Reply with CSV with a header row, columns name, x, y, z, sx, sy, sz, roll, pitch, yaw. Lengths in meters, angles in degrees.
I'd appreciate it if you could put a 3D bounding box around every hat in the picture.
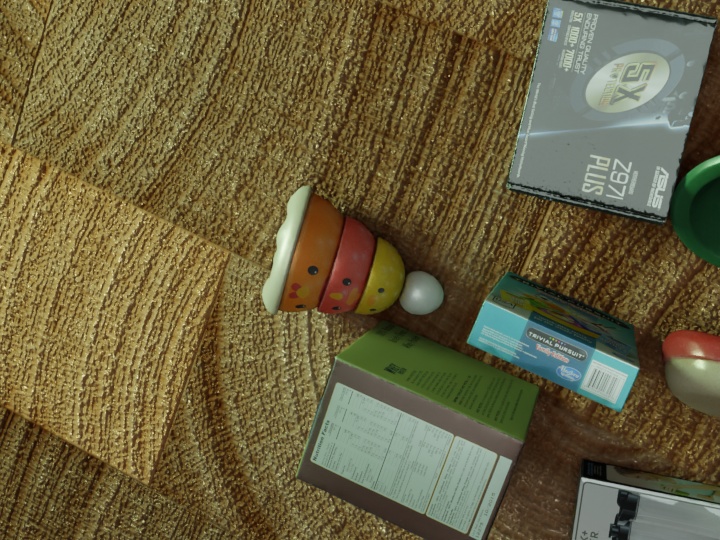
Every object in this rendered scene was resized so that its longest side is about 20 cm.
name,x,y,z,sx,sy,sz,roll,pitch,yaw
hat,0.425,-0.116,0.894,0.199,0.177,0.166,-16,127,45

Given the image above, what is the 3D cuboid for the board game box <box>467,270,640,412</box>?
name,x,y,z,sx,sy,sz,roll,pitch,yaw
board game box,0.197,0.062,0.891,0.149,0.200,0.047,24,104,11

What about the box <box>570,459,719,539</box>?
name,x,y,z,sx,sy,sz,roll,pitch,yaw
box,0.328,0.286,0.958,0.197,0.060,0.118,10,100,15

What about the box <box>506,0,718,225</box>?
name,x,y,z,sx,sy,sz,roll,pitch,yaw
box,0.251,-0.164,0.904,0.162,0.086,0.203,15,101,13

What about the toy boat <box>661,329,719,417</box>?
name,x,y,z,sx,sy,sz,roll,pitch,yaw
toy boat,0.404,0.072,0.890,0.197,0.131,0.133,-4,67,16

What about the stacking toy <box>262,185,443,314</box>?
name,x,y,z,sx,sy,sz,roll,pitch,yaw
stacking toy,0.000,0.000,0.993,0.197,0.146,0.148,16,102,-4

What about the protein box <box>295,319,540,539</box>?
name,x,y,z,sx,sy,sz,roll,pitch,yaw
protein box,0.068,0.169,0.943,0.198,0.198,0.137,22,103,12
